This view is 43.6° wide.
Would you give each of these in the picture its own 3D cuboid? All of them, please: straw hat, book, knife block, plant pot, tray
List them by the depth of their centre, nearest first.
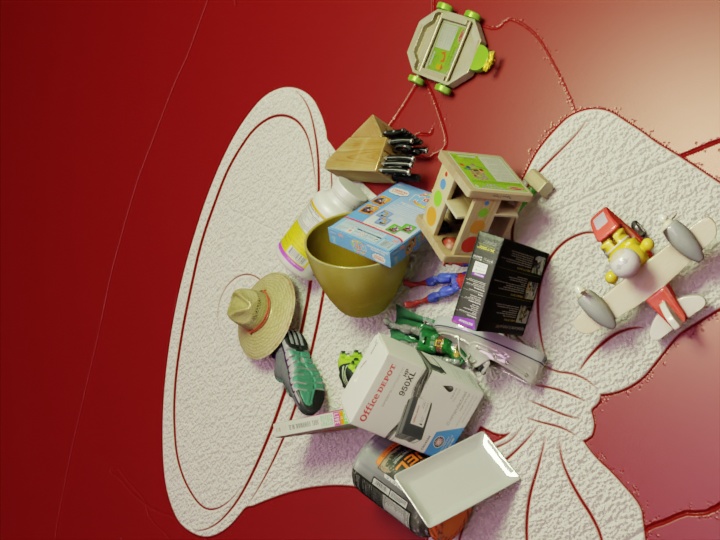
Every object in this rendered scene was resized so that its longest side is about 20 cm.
[{"bbox_3d":[0.159,0.347,1.490,0.108,0.198,0.022,52,145,30],"label":"tray"},{"bbox_3d":[0.000,0.000,1.671,0.199,0.199,0.144,25,133,37],"label":"plant pot"},{"bbox_3d":[-0.047,0.278,1.679,0.198,0.133,0.049,-17,77,35],"label":"book"},{"bbox_3d":[0.034,-0.198,1.717,0.200,0.064,0.177,-41,46,25],"label":"knife block"},{"bbox_3d":[-0.227,0.079,1.849,0.200,0.084,0.204,-28,50,39],"label":"straw hat"}]

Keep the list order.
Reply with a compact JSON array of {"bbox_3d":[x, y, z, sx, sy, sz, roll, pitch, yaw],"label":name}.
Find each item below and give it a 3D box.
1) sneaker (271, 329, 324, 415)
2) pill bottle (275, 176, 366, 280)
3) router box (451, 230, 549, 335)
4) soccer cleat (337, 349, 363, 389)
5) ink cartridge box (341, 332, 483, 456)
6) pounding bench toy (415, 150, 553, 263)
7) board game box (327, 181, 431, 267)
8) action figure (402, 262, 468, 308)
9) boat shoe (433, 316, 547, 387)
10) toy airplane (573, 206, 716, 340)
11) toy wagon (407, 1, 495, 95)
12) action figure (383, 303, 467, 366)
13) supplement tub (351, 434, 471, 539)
[{"bbox_3d":[-0.129,0.218,1.795,0.088,0.074,0.202,-51,39,32],"label":"sneaker"},{"bbox_3d":[-0.074,-0.085,1.780,0.201,0.104,0.105,-50,57,19],"label":"pill bottle"},{"bbox_3d":[0.230,0.025,1.463,0.051,0.199,0.151,19,94,32],"label":"router box"},{"bbox_3d":[-0.001,0.198,1.657,0.200,0.066,0.082,-168,75,-78],"label":"soccer cleat"},{"bbox_3d":[0.086,0.217,1.539,0.146,0.198,0.084,-62,20,12],"label":"ink cartridge box"},{"bbox_3d":[0.218,-0.097,1.533,0.125,0.197,0.158,-119,39,-47],"label":"pounding bench toy"},{"bbox_3d":[0.063,-0.088,1.627,0.150,0.199,0.037,23,135,38],"label":"board game box"},{"bbox_3d":[0.151,0.020,1.595,0.198,0.098,0.066,-15,75,32],"label":"action figure"},{"bbox_3d":[0.206,0.147,1.516,0.200,0.075,0.087,22,81,15],"label":"boat shoe"},{"bbox_3d":[0.421,0.008,1.356,0.197,0.140,0.203,10,88,38],"label":"toy airplane"},{"bbox_3d":[0.175,-0.407,1.682,0.199,0.039,0.157,29,101,37],"label":"toy wagon"},{"bbox_3d":[0.128,0.129,1.623,0.198,0.054,0.120,7,84,34],"label":"action figure"},{"bbox_3d":[0.090,0.376,1.564,0.199,0.122,0.124,28,100,36],"label":"supplement tub"}]
